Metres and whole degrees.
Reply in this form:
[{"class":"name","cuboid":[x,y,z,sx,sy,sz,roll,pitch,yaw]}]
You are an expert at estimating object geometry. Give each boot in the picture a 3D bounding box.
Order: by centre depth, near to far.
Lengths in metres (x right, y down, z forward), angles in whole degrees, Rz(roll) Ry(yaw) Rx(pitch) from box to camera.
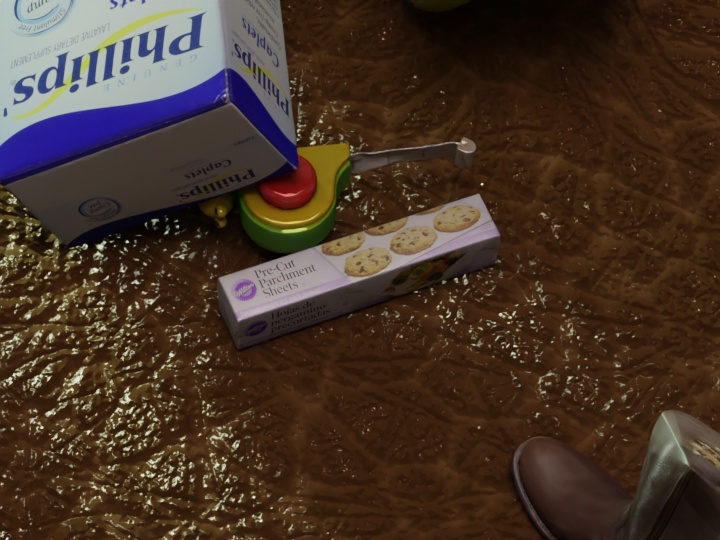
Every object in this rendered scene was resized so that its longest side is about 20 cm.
[{"class":"boot","cuboid":[0.174,0.131,1.492,0.064,0.200,0.186,-35,66,-22]}]

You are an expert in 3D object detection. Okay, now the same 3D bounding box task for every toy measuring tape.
[{"class":"toy measuring tape","cuboid":[-0.014,-0.051,1.674,0.200,0.074,0.074,-6,59,-7]}]

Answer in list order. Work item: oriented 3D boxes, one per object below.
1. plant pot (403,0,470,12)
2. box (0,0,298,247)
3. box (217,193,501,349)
[{"class":"plant pot","cuboid":[0.095,-0.298,1.733,0.181,0.199,0.200,-27,95,-10]},{"class":"box","cuboid":[-0.154,-0.145,1.665,0.184,0.105,0.200,-18,57,17]},{"class":"box","cuboid":[0.000,0.000,1.659,0.200,0.039,0.041,-17,59,-14]}]
